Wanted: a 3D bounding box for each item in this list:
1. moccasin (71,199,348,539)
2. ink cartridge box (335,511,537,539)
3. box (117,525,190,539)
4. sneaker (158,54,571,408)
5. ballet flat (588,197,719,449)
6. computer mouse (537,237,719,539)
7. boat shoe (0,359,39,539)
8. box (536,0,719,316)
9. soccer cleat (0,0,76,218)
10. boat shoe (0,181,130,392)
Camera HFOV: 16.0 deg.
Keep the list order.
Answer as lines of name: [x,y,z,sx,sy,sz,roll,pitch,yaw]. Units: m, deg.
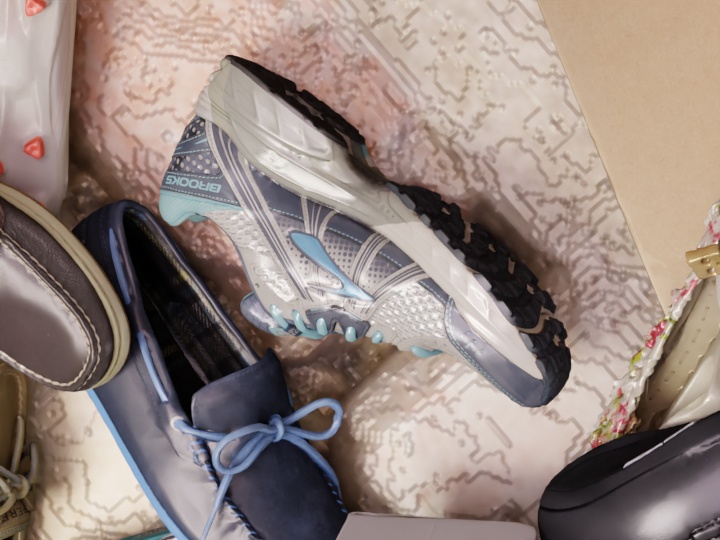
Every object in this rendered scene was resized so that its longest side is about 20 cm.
moccasin: [-0.063,0.059,1.071,0.200,0.080,0.068,49,128,5]
ink cartridge box: [0.020,0.215,1.010,0.082,0.146,0.201,4,111,12]
box: [-0.075,0.213,1.106,0.082,0.049,0.201,-17,90,13]
sneaker: [0.000,0.000,1.068,0.200,0.078,0.086,40,104,17]
ballet flat: [0.152,0.028,1.009,0.075,0.064,0.201,24,117,0]
computer mouse: [0.138,0.061,0.962,0.199,0.046,0.141,-19,103,29]
boat shoe: [-0.166,0.128,1.106,0.063,0.073,0.202,16,101,21]
box: [0.190,-0.078,1.032,0.199,0.021,0.164,-23,88,19]
soccer cleat: [-0.152,-0.080,1.100,0.069,0.078,0.201,11,116,-2]
boat shoe: [-0.184,-0.015,1.050,0.200,0.065,0.073,38,122,7]
